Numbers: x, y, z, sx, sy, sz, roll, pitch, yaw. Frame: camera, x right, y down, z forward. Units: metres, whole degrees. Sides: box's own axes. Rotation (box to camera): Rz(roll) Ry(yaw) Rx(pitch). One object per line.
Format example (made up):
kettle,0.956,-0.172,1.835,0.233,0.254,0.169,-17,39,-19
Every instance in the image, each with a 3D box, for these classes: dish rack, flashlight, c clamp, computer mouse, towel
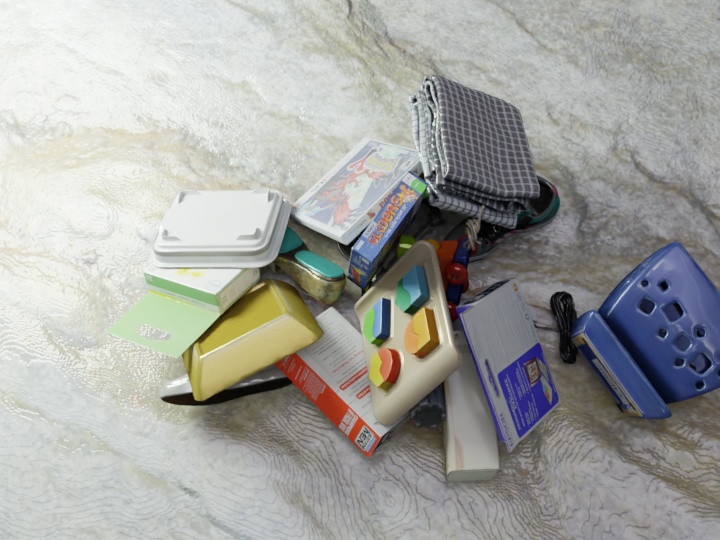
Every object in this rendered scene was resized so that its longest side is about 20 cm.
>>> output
dish rack,-0.214,-0.073,1.563,0.199,0.044,0.172,-1,41,11
flashlight,0.081,0.136,1.473,0.067,0.068,0.200,14,41,-24
c clamp,0.056,-0.049,1.601,0.171,0.027,0.200,35,78,19
computer mouse,0.226,0.078,1.535,0.199,0.044,0.110,4,72,4
towel,0.161,-0.172,1.453,0.165,0.086,0.201,15,52,-31

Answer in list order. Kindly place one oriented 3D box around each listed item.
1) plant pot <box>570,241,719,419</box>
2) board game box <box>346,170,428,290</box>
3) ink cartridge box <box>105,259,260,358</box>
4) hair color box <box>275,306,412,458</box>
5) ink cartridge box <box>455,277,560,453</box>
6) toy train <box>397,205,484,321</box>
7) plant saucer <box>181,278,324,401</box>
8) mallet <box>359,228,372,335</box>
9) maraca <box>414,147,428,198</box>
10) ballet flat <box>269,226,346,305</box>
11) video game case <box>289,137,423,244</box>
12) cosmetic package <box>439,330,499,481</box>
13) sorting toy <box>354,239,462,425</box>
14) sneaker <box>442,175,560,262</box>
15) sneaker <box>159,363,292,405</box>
plant pot,0.411,0.098,1.432,0.180,0.200,0.200,-35,82,-1
board game box,0.035,-0.052,1.451,0.034,0.200,0.136,35,78,4
ink cartridge box,-0.262,0.034,1.510,0.145,0.048,0.200,15,41,29
hair color box,-0.016,0.159,1.489,0.200,0.064,0.111,43,48,16
ink cartridge box,0.196,0.128,1.419,0.043,0.200,0.199,-18,94,32
toy train,0.104,-0.027,1.459,0.115,0.201,0.085,15,39,9
plant saucer,-0.170,0.084,1.485,0.199,0.200,0.049,-27,115,-7
mallet,0.000,0.000,1.559,0.066,0.041,0.201,5,74,8
maraca,0.130,-0.151,1.561,0.137,0.107,0.200,-5,26,27
ballet flat,-0.101,-0.012,1.570,0.200,0.071,0.071,35,76,32
video game case,-0.006,-0.126,1.559,0.182,0.200,0.023,-44,119,-11
cosmetic package,0.151,0.194,1.468,0.071,0.105,0.201,-3,69,0
sorting toy,0.055,0.084,1.413,0.036,0.185,0.201,13,47,-33
sneaker,0.216,-0.082,1.549,0.199,0.121,0.084,-26,72,-7
sneaker,-0.202,0.146,1.526,0.199,0.073,0.085,-10,68,-12
